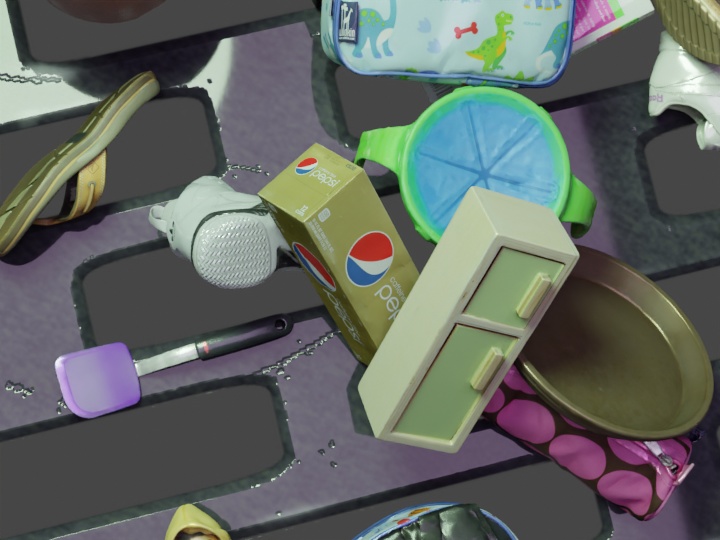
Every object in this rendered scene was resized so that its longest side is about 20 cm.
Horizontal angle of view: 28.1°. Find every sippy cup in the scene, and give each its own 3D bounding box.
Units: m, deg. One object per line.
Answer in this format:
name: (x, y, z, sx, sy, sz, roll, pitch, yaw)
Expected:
sippy cup: (0.092, -0.070, 1.172, 0.139, 0.130, 0.178, -38, 89, -7)

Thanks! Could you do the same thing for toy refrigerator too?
toy refrigerator: (0.079, 0.043, 1.089, 0.076, 0.070, 0.201, 14, 120, -26)

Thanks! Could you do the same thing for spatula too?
spatula: (-0.151, 0.072, 1.196, 0.199, 0.021, 0.057, -16, 85, -6)

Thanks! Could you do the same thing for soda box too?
soda box: (0.000, 0.000, 1.132, 0.064, 0.068, 0.200, -42, 131, -14)

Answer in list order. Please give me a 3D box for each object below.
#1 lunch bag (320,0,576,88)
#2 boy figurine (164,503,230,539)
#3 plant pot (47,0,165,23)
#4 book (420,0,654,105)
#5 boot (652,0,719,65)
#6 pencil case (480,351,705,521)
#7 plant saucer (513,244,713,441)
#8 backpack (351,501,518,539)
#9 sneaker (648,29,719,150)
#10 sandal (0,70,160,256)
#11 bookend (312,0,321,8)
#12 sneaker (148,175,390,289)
lunch bag: (0.070, -0.228, 1.130, 0.199, 0.082, 0.162, 5, 99, -12)
boy figurine: (-0.112, 0.287, 1.159, 0.123, 0.064, 0.201, -9, 89, -2)
plant pot: (-0.209, -0.293, 1.138, 0.199, 0.195, 0.202, 0, 85, -4)
book: (0.128, -0.228, 1.207, 0.199, 0.048, 0.134, -26, 88, 12)
boot: (0.315, -0.267, 1.203, 0.166, 0.073, 0.200, -25, 53, -9)
pencil case: (0.175, 0.120, 1.180, 0.199, 0.094, 0.091, 31, 84, 0)
plant saucer: (0.194, 0.060, 1.166, 0.199, 0.030, 0.201, 17, 42, -16)
backpack: (0.066, 0.278, 1.129, 0.199, 0.154, 0.192, -20, 93, -14)
sneaker: (0.342, -0.139, 1.234, 0.199, 0.075, 0.100, 19, 91, 6)
sandal: (-0.229, -0.081, 1.186, 0.200, 0.080, 0.054, -47, 111, -11)
bookend: (0.012, -0.359, 1.212, 0.198, 0.092, 0.201, -25, 87, -6)
sneaker: (-0.074, -0.037, 1.181, 0.199, 0.115, 0.076, -6, 113, -40)
